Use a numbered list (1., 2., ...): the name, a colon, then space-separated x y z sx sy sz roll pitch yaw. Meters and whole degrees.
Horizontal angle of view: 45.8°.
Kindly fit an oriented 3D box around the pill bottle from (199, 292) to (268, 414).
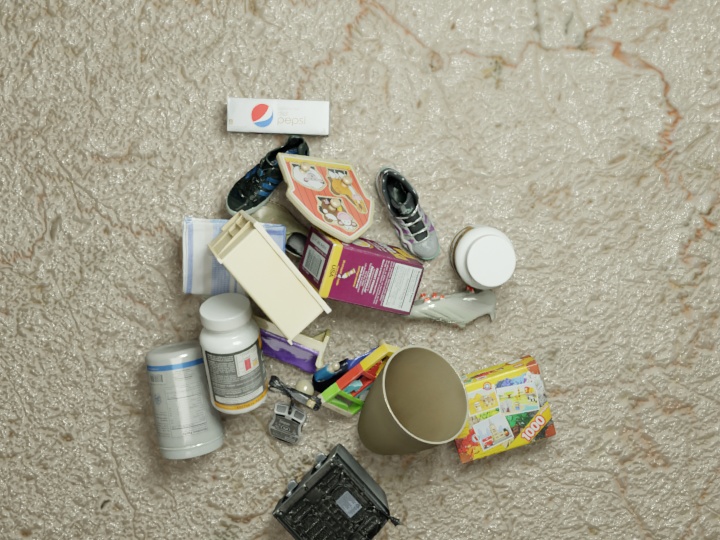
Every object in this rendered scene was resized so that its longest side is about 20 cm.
1. pill bottle: -0.236 0.153 1.572 0.113 0.117 0.204 -4 118 0

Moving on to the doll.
1. doll: -0.036 0.204 1.663 0.196 0.137 0.049 -23 60 -12

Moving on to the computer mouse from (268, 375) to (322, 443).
1. computer mouse: -0.138 0.273 1.655 0.107 0.201 0.044 20 53 0

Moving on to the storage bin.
1. storage bin: -0.168 0.007 1.509 0.093 0.198 0.201 -42 108 -5

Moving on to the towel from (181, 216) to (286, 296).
1. towel: -0.240 -0.022 1.605 0.195 0.024 0.151 3 106 -6

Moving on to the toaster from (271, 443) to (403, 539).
1. toaster: -0.047 0.470 1.682 0.181 0.119 0.200 -43 94 4

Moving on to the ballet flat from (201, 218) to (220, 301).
1. ballet flat: -0.293 0.002 1.657 0.064 0.070 0.205 -2 89 -39

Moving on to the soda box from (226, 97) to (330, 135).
1. soda box: -0.155 -0.294 1.632 0.195 0.068 0.065 1 96 -1

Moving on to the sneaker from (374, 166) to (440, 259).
1. sneaker: 0.090 -0.104 1.616 0.077 0.140 0.202 -34 95 2

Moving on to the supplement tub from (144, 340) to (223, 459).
1. supplement tub: -0.341 0.247 1.652 0.129 0.132 0.205 -8 97 0

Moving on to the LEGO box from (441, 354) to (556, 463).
1. LEGO box: 0.269 0.274 1.687 0.196 0.077 0.152 -17 96 1

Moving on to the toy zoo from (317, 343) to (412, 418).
1. toy zoo: 0.024 0.207 1.650 0.199 0.131 0.021 -39 58 9

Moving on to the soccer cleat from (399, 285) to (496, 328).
1. soccer cleat: 0.173 0.080 1.675 0.195 0.069 0.080 -10 99 -3

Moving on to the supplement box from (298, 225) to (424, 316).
1. supplement box: 0.000 0.000 1.594 0.196 0.131 0.105 13 101 -28

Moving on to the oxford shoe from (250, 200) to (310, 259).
1. oxford shoe: -0.153 -0.082 1.649 0.197 0.075 0.071 29 97 -2

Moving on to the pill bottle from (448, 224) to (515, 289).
1. pill bottle: 0.230 -0.025 1.596 0.111 0.200 0.117 0 95 0

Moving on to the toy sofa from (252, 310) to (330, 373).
1. toy sofa: -0.160 0.135 1.667 0.196 0.083 0.100 21 94 -2

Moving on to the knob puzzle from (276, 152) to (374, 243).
1. knob puzzle: -0.048 -0.138 1.564 0.218 0.221 0.031 37 128 -5

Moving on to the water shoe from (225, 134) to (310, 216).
1. water shoe: -0.184 -0.186 1.621 0.199 0.079 0.072 -41 70 -10

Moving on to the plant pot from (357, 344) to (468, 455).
1. plant pot: 0.076 0.272 1.620 0.186 0.188 0.200 39 138 -4
